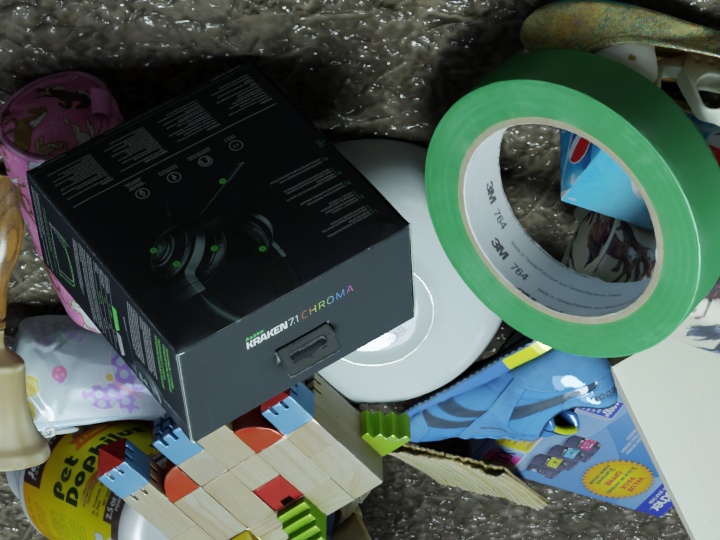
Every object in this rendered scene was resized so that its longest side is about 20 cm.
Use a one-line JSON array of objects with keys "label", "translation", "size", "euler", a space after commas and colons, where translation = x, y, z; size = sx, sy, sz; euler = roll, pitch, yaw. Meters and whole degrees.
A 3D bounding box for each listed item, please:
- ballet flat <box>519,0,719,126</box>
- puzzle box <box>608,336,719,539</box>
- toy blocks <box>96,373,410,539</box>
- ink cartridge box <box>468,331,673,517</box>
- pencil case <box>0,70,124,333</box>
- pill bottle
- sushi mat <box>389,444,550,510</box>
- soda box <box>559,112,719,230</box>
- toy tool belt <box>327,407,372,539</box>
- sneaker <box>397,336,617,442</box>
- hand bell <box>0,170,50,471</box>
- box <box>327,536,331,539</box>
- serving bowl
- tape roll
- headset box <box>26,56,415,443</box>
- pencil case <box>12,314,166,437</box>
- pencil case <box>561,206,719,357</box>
[{"label": "ballet flat", "translation": [0.199, -0.123, 1.571], "size": [0.200, 0.071, 0.071], "euler": [10, 141, -9]}, {"label": "puzzle box", "translation": [0.272, 0.115, 1.790], "size": [0.133, 0.025, 0.200], "euler": [-29, 110, -5]}, {"label": "toy blocks", "translation": [-0.085, 0.124, 1.711], "size": [0.200, 0.100, 0.137], "euler": [-32, 122, 23]}, {"label": "ink cartridge box", "translation": [0.197, 0.107, 1.855], "size": [0.200, 0.076, 0.136], "euler": [15, 140, -18]}, {"label": "pencil case", "translation": [-0.183, -0.044, 1.682], "size": [0.086, 0.083, 0.200], "euler": [-39, 143, -18]}, {"label": "pill bottle", "translation": [-0.182, 0.165, 1.863], "size": [0.200, 0.109, 0.109], "euler": [17, 161, 49]}, {"label": "sushi mat", "translation": [0.082, 0.156, 1.886], "size": [0.096, 0.012, 0.200], "euler": [13, 172, 16]}, {"label": "soda box", "translation": [0.234, -0.060, 1.651], "size": [0.200, 0.064, 0.068], "euler": [17, 140, -18]}, {"label": "toy tool belt", "translation": [-0.085, 0.178, 1.919], "size": [0.200, 0.123, 0.125], "euler": [-8, 140, 14]}, {"label": "sneaker", "translation": [0.100, 0.098, 1.754], "size": [0.200, 0.066, 0.078], "euler": [-29, 95, 45]}, {"label": "hand bell", "translation": [-0.258, 0.029, 1.734], "size": [0.104, 0.104, 0.200], "euler": [6, 103, -5]}, {"label": "box", "translation": [-0.103, 0.240, 1.973], "size": [0.200, 0.156, 0.041], "euler": [15, 115, -14]}, {"label": "serving bowl", "translation": [0.008, 0.013, 1.699], "size": [0.200, 0.066, 0.200], "euler": [-1, 120, -1]}, {"label": "tape roll", "translation": [0.137, -0.041, 1.586], "size": [0.200, 0.048, 0.201], "euler": [21, 131, 26]}, {"label": "headset box", "translation": [-0.083, -0.012, 1.568], "size": [0.174, 0.200, 0.093], "euler": [-30, 144, -20]}, {"label": "pencil case", "translation": [-0.156, 0.074, 1.821], "size": [0.200, 0.091, 0.083], "euler": [-3, 141, 6]}, {"label": "pencil case", "translation": [0.237, 0.009, 1.700], "size": [0.200, 0.090, 0.078], "euler": [22, 134, -13]}]
